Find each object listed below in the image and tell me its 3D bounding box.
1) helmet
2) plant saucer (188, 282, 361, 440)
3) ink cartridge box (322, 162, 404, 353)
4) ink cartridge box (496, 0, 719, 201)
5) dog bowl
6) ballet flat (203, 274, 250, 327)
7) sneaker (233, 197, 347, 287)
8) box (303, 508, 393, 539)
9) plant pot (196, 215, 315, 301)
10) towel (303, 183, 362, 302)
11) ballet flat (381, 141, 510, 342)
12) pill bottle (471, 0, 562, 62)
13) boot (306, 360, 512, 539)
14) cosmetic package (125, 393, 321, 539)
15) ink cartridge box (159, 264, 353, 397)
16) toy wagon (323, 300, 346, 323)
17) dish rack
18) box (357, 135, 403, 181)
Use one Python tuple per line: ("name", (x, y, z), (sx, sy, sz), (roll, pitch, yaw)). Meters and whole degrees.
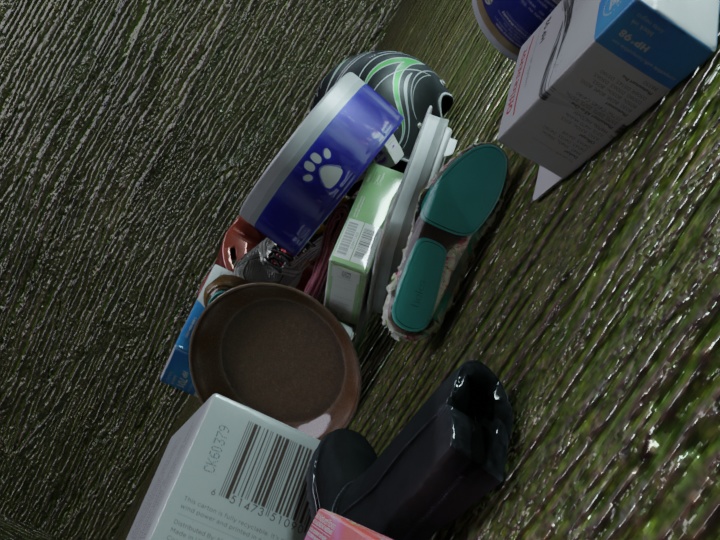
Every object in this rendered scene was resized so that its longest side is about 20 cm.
("helmet", (0.029, -0.210, 1.104), (0.200, 0.199, 0.191), (140, 138, -63))
("plant saucer", (-0.090, 0.105, 0.868), (0.201, 0.200, 0.037), (-58, -5, 23))
("ink cartridge box", (0.000, 0.000, 0.892), (0.200, 0.048, 0.146), (102, -173, -54))
("ink cartridge box", (0.169, -0.153, 0.593), (0.200, 0.067, 0.116), (-46, 20, 55))
("dog bowl", (-0.042, -0.115, 0.875), (0.200, 0.079, 0.200), (-52, 5, 6))
("ballet flat", (-0.094, 0.061, 0.936), (0.068, 0.200, 0.072), (-54, 20, 20))
("sneaker", (-0.087, -0.036, 1.009), (0.200, 0.078, 0.082), (-45, -11, -35))
("box", (0.026, 0.185, 0.365), (0.095, 0.102, 0.200), (-66, 11, -15))
("plant pot", (-0.133, 0.016, 1.151), (0.195, 0.200, 0.201), (117, 175, -61))
("towel", (-0.024, -0.037, 0.958), (0.200, 0.023, 0.144), (-57, -10, -69))
("ballet flat", (0.074, -0.026, 0.733), (0.200, 0.075, 0.064), (-61, -5, -8))
("pill bottle", (0.186, -0.265, 0.647), (0.120, 0.119, 0.200), (-67, 12, -23))
("boot", (0.028, 0.131, 0.569), (0.165, 0.065, 0.200), (-92, 27, -51))
("cosmetic package", (-0.114, 0.237, 0.718), (0.200, 0.164, 0.165), (-46, 20, 59))
("ink cartridge box", (-0.125, 0.104, 0.989), (0.086, 0.200, 0.147), (-54, 13, 43))
("toy wagon", (0.001, -0.011, 1.103), (0.156, 0.039, 0.200), (-61, 10, 5))
("dish rack", (0.058, -0.056, 0.847), (0.172, 0.043, 0.200), (98, -170, -56))
("box", (-0.041, -0.121, 1.014), (0.199, 0.039, 0.041), (-21, 19, 27))
